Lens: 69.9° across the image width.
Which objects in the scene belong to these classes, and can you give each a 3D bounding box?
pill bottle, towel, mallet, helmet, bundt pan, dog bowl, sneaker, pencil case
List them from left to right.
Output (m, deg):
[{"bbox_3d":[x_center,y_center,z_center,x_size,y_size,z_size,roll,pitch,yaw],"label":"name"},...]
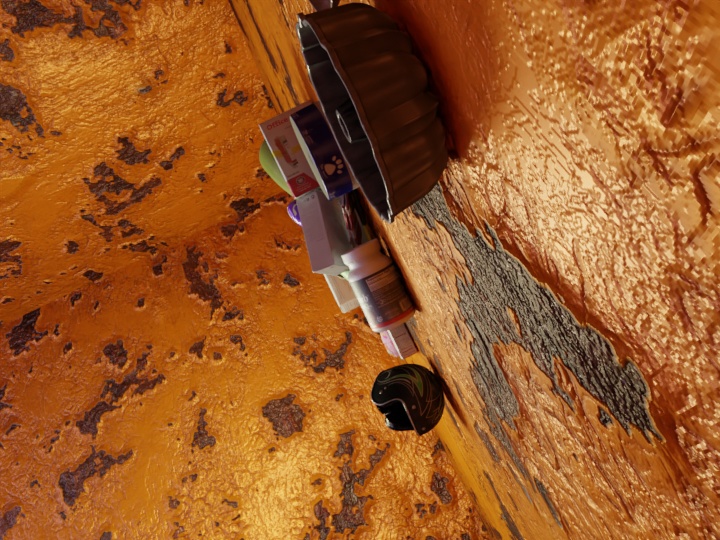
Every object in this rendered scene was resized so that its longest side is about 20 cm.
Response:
[{"bbox_3d":[-0.114,-0.127,1.447,0.200,0.070,0.100,41,174,-21],"label":"sneaker"},{"bbox_3d":[-0.075,-0.256,1.106,0.200,0.079,0.200,63,177,6],"label":"dog bowl"},{"bbox_3d":[-0.019,-0.131,1.283,0.200,0.023,0.144,76,-172,-47],"label":"towel"},{"bbox_3d":[0.015,-0.104,1.273,0.066,0.041,0.200,-118,8,-54],"label":"mallet"},{"bbox_3d":[0.039,0.034,1.214,0.200,0.116,0.116,64,177,-5],"label":"pill bottle"},{"bbox_3d":[0.017,-0.149,0.481,0.202,0.076,0.202,64,176,8],"label":"bundt pan"},{"bbox_3d":[0.111,0.223,1.887,0.087,0.087,0.200,-121,6,-55],"label":"pencil case"},{"bbox_3d":[0.144,0.364,1.461,0.200,0.190,0.200,8,-99,-61],"label":"helmet"}]

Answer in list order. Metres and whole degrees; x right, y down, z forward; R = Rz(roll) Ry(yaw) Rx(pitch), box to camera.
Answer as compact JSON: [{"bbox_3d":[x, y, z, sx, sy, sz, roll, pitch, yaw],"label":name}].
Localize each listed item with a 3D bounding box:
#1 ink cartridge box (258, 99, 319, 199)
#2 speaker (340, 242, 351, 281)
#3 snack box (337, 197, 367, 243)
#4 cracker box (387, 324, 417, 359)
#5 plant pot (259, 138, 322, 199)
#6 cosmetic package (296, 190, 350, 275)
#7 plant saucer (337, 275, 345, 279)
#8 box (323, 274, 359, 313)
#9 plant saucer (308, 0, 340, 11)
[{"bbox_3d":[-0.146,-0.300,1.291,0.200,0.145,0.083,64,177,-8],"label":"ink cartridge box"},{"bbox_3d":[0.000,0.000,1.355,0.200,0.088,0.088,37,162,31],"label":"speaker"},{"bbox_3d":[-0.026,-0.118,1.501,0.200,0.068,0.169,62,176,-2],"label":"snack box"},{"bbox_3d":[0.119,0.194,1.715,0.134,0.058,0.200,79,165,-81],"label":"cracker box"},{"bbox_3d":[-0.160,-0.278,1.434,0.200,0.187,0.187,58,174,34],"label":"plant pot"},{"bbox_3d":[-0.090,-0.092,1.311,0.102,0.074,0.200,11,-118,-58],"label":"cosmetic package"},{"bbox_3d":[-0.092,-0.058,1.620,0.200,0.029,0.200,38,155,21],"label":"plant saucer"},{"bbox_3d":[-0.044,0.040,2.108,0.199,0.171,0.200,63,177,13],"label":"box"},{"bbox_3d":[-0.058,-0.351,0.495,0.200,0.034,0.200,64,176,8],"label":"plant saucer"}]
